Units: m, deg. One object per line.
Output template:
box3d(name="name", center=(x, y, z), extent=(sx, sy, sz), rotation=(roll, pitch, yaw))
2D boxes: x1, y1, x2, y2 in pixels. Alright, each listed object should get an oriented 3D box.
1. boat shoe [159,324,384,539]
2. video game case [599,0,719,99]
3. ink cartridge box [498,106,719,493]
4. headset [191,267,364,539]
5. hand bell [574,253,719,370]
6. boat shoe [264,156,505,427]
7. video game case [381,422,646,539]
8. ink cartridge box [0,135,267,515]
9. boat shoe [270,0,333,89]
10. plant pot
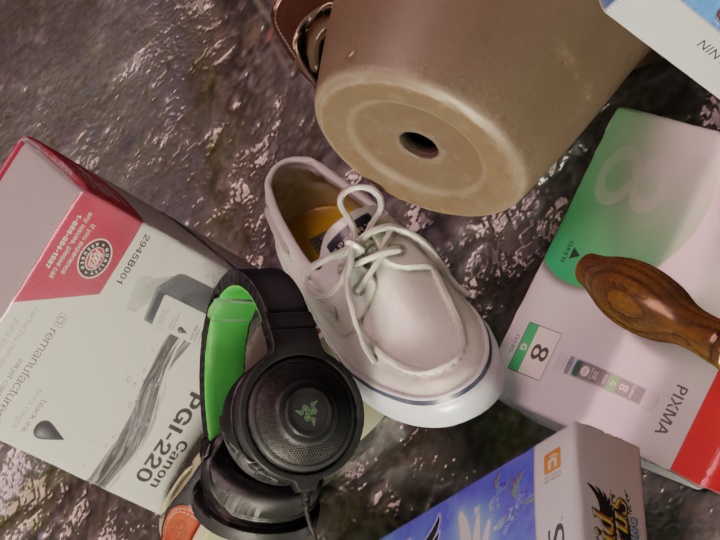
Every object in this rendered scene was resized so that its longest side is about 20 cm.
box3d(name="boat shoe", center=(-0.043, 0.084, 1.353), extent=(0.200, 0.071, 0.063), rotation=(-57, 35, 10))
box3d(name="video game case", center=(0.233, -0.141, 1.101), extent=(0.200, 0.181, 0.046), rotation=(-35, 45, 28))
box3d(name="ink cartridge box", center=(0.164, 0.018, 1.184), extent=(0.200, 0.050, 0.161), rotation=(21, 82, 54))
box3d(name="headset", center=(-0.055, 0.093, 1.232), extent=(0.124, 0.094, 0.200), rotation=(116, 144, -48))
box3d(name="hand bell", center=(0.164, 0.034, 1.123), extent=(0.104, 0.104, 0.200), rotation=(-58, 39, 1))
box3d(name="boat shoe", center=(0.004, -0.003, 1.260), extent=(0.074, 0.086, 0.202), rotation=(-30, 39, -6))
box3d(name="video game case", center=(0.053, 0.193, 1.158), extent=(0.200, 0.045, 0.182), rotation=(-36, 42, 40))
box3d(name="ink cartridge box", center=(-0.135, 0.039, 1.373), extent=(0.085, 0.200, 0.146), rotation=(36, 94, 48))
box3d(name="boat shoe", center=(-0.002, -0.130, 1.440), extent=(0.076, 0.072, 0.200), rotation=(-56, 38, 4))
box3d(name="plant pot", center=(0.063, -0.126, 1.240), extent=(0.200, 0.200, 0.175), rotation=(-6, 49, 46))
